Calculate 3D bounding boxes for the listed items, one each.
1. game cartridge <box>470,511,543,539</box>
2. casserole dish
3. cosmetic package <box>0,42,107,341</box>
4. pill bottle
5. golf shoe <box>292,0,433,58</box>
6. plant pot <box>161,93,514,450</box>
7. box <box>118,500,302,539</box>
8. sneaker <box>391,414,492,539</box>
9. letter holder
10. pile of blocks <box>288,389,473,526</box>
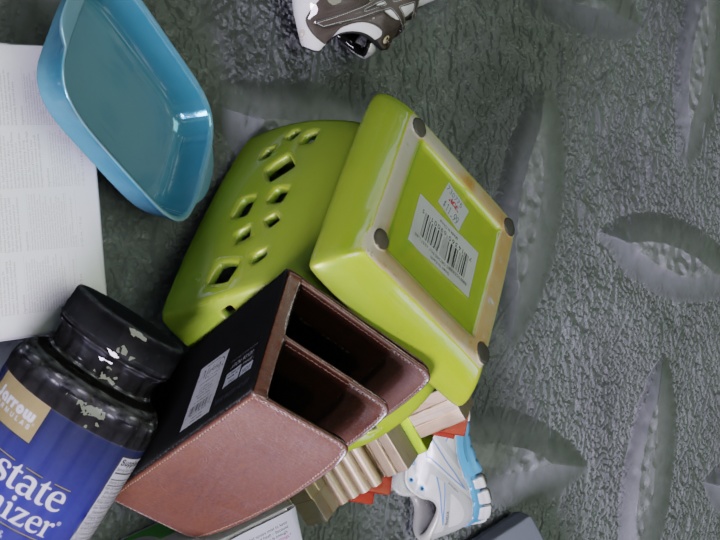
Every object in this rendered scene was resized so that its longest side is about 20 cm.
[{"bbox_3d":[0.148,0.353,1.036,0.132,0.040,0.203,-19,102,-31],"label":"game cartridge"},{"bbox_3d":[-0.168,-0.120,0.747,0.201,0.038,0.123,57,37,-53],"label":"casserole dish"},{"bbox_3d":[-0.259,-0.053,0.716,0.149,0.051,0.204,-6,94,-39],"label":"cosmetic package"},{"bbox_3d":[-0.206,0.117,0.694,0.111,0.112,0.202,34,87,-32],"label":"pill bottle"},{"bbox_3d":[0.018,-0.238,0.920,0.198,0.077,0.096,-11,114,-34],"label":"golf shoe"},{"bbox_3d":[0.000,0.000,0.801,0.200,0.180,0.201,44,47,-29],"label":"plant pot"},{"bbox_3d":[-0.132,0.288,0.787,0.198,0.096,0.179,-19,101,-35],"label":"box"},{"bbox_3d":[0.055,0.158,0.945,0.086,0.075,0.203,-24,103,-26],"label":"sneaker"},{"bbox_3d":[-0.061,0.116,0.730,0.141,0.199,0.102,34,45,-21],"label":"letter holder"},{"bbox_3d":[0.017,0.155,0.888,0.198,0.082,0.063,-31,99,2],"label":"pile of blocks"}]
